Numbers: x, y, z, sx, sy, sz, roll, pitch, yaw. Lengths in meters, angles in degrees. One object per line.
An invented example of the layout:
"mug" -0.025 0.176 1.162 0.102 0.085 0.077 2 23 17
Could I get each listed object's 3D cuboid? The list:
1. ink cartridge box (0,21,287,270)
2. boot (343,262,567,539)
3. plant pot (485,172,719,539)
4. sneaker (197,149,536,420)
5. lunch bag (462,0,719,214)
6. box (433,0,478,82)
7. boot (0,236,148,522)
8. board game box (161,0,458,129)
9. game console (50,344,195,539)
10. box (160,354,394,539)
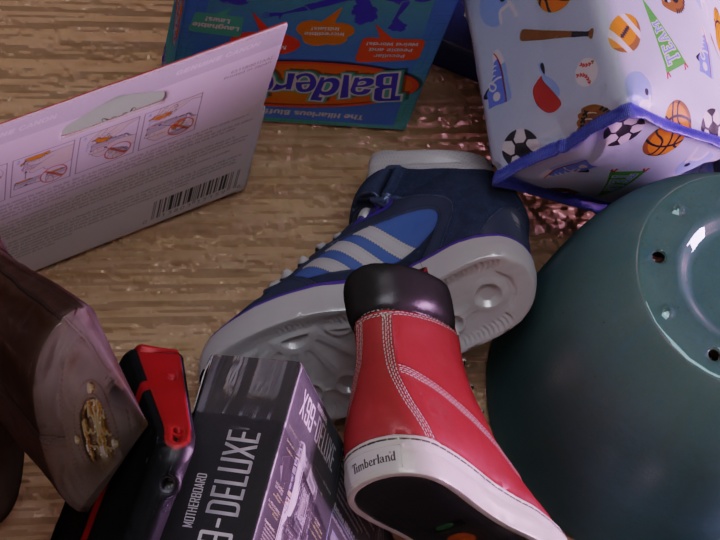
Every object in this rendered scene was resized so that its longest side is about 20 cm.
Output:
"ink cartridge box" -0.144 -0.067 1.039 0.199 0.174 0.044 -23 68 -22
"boot" 0.052 0.081 1.015 0.072 0.200 0.145 -18 53 21
"plant pot" 0.184 0.041 1.067 0.198 0.161 0.202 5 62 -11
"sneaker" 0.000 0.000 1.108 0.198 0.081 0.147 -22 33 6
"lunch bag" 0.152 -0.123 1.128 0.199 0.123 0.172 8 66 -46
"box" 0.076 -0.178 1.227 0.198 0.032 0.122 22 61 -4
"boot" -0.156 0.077 0.916 0.064 0.188 0.200 -20 29 -28
"board game box" -0.027 -0.151 1.095 0.150 0.200 0.045 2 63 -11
"game console" -0.121 0.142 0.902 0.031 0.177 0.202 19 99 -15
"box" -0.041 0.158 0.933 0.049 0.201 0.159 3 59 19
